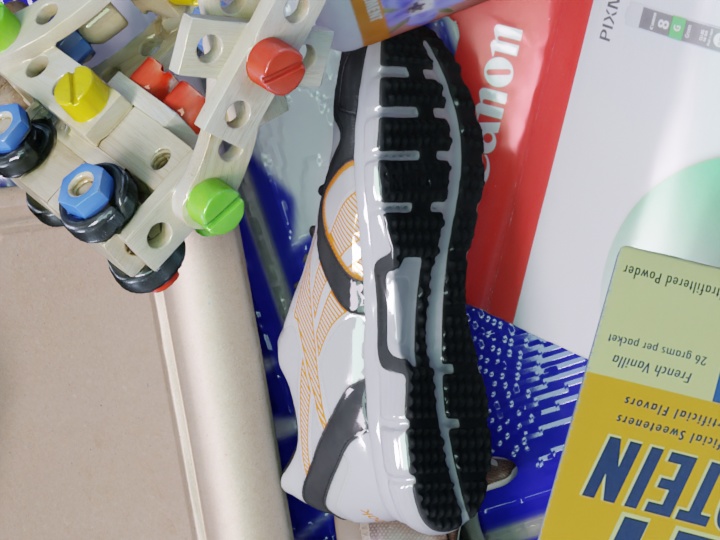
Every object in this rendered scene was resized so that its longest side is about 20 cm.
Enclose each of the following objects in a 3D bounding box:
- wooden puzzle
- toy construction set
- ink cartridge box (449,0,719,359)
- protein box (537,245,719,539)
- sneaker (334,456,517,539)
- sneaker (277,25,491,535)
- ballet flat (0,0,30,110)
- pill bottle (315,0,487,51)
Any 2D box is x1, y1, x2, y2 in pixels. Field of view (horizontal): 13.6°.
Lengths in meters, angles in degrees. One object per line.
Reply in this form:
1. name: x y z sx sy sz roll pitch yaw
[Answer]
1. wooden puzzle: -0.122 0.057 1.208 0.199 0.037 0.186 -7 97 29
2. toy construction set: -0.075 -0.071 1.109 0.131 0.200 0.092 -48 118 -7
3. ink cartridge box: 0.094 -0.048 1.158 0.199 0.050 0.162 15 100 8
4. protein box: 0.129 0.132 1.061 0.134 0.200 0.200 14 69 10
5. sneaker: 0.048 0.169 1.186 0.075 0.070 0.201 -15 95 13
6. sneaker: 0.000 0.000 1.152 0.080 0.074 0.202 -5 81 38
7. ballet flat: -0.213 -0.066 1.218 0.199 0.068 0.073 -14 75 14
8. pill bottle: 0.062 -0.164 1.105 0.199 0.112 0.113 -21 93 0
